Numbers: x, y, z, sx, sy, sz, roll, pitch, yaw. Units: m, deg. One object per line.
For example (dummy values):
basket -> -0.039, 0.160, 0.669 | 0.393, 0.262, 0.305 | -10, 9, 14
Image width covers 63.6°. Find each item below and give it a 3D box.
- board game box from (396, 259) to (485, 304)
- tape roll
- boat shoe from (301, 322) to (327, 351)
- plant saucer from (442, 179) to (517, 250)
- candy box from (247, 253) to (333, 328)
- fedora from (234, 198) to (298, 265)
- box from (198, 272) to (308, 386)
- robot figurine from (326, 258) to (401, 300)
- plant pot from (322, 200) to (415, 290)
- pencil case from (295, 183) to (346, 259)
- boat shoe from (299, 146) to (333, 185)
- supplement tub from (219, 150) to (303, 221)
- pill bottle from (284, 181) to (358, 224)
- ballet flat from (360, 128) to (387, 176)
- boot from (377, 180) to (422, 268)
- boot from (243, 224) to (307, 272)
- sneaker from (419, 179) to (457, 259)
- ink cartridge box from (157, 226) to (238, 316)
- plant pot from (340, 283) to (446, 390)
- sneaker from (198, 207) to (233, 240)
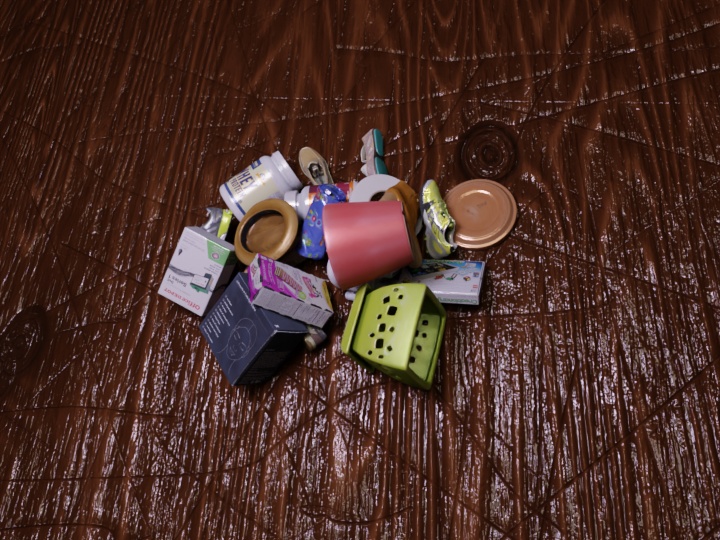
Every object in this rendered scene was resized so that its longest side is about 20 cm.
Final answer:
board game box -> 0.194, 0.024, 1.404 | 0.199, 0.035, 0.126 | 3, 39, 19
tape roll -> 0.064, -0.150, 1.491 | 0.202, 0.037, 0.203 | 9, 67, -20
boat shoe -> -0.153, 0.118, 1.491 | 0.065, 0.073, 0.200 | -26, 61, -17
plant saucer -> 0.296, -0.147, 1.480 | 0.200, 0.032, 0.201 | -7, 65, 14
candy box -> -0.172, 0.050, 1.423 | 0.061, 0.200, 0.137 | -52, 33, 24
fedora -> -0.233, -0.089, 1.513 | 0.200, 0.082, 0.201 | -11, 66, 25
box -> -0.269, 0.145, 1.443 | 0.197, 0.124, 0.200 | -50, 59, 22
robot figurine -> 0.000, 0.000, 1.461 | 0.199, 0.113, 0.170 | 13, 107, 25
plant pot -> 0.024, -0.070, 1.316 | 0.177, 0.201, 0.201 | -12, 64, 9
pencil case -> -0.099, -0.121, 1.478 | 0.087, 0.078, 0.200 | 42, 120, 35
boat shoe -> -0.127, -0.290, 1.655 | 0.072, 0.076, 0.200 | -34, 61, 1
supplement tub -> -0.277, -0.230, 1.637 | 0.200, 0.145, 0.145 | -35, 61, 0
pill bottle -> -0.097, -0.176, 1.559 | 0.199, 0.110, 0.110 | -5, 65, 4
ballet flat -> 0.034, -0.304, 1.625 | 0.067, 0.068, 0.201 | -22, 55, 30
boot -> 0.124, -0.120, 1.448 | 0.071, 0.202, 0.144 | -20, 14, 40
boot -> -0.236, -0.065, 1.609 | 0.199, 0.072, 0.167 | -22, 50, 9
sneaker -> 0.200, -0.131, 1.454 | 0.076, 0.075, 0.201 | -12, 85, 39
ink cartridge box -> -0.432, 0.003, 1.562 | 0.146, 0.084, 0.200 | 26, 99, 7
plant pot -> 0.074, 0.144, 1.333 | 0.181, 0.199, 0.201 | 7, 69, 27
sneaker -> -0.422, -0.086, 1.635 | 0.081, 0.074, 0.201 | 18, 85, -10
